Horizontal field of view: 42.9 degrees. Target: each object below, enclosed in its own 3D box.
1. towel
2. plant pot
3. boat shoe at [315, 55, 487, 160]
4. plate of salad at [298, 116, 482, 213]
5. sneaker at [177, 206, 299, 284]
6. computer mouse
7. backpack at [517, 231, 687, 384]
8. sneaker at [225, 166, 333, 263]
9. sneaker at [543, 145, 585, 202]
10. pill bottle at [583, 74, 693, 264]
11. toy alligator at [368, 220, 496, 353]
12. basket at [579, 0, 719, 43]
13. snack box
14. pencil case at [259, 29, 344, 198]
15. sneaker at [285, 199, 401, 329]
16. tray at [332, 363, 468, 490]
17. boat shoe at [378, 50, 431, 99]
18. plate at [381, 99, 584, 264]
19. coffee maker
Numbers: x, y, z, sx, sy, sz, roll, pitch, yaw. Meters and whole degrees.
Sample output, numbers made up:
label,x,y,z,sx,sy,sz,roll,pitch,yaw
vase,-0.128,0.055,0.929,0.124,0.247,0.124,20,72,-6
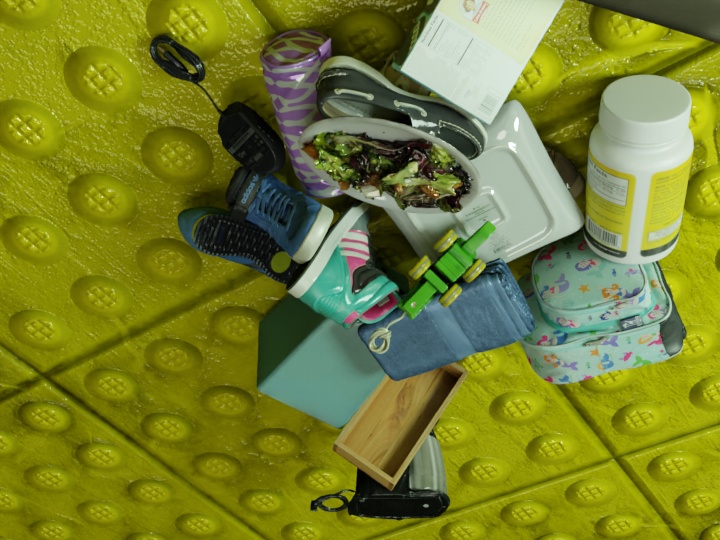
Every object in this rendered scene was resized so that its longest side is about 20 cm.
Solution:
label,x,y,z,sx,sy,sz,roll,pitch,yaw
towel,0.105,0.064,1.126,0.200,0.049,0.112,-22,118,19
plant pot,-0.027,0.080,1.241,0.141,0.141,0.200,29,119,-24
boat shoe,0.044,-0.155,0.959,0.200,0.060,0.074,25,139,-21
plate of salad,0.028,-0.099,0.963,0.199,0.048,0.200,14,159,6
sneaker,-0.146,-0.038,1.190,0.200,0.078,0.066,21,96,-37
computer mouse,-0.158,-0.189,1.034,0.200,0.034,0.059,48,132,-12
backpack,0.288,0.046,1.164,0.200,0.178,0.151,-23,127,19
sneaker,-0.104,-0.073,1.069,0.111,0.200,0.077,29,96,-18
sneaker,0.180,-0.079,1.139,0.200,0.070,0.076,-38,105,26
pill bottle,0.319,-0.114,1.056,0.114,0.114,0.200,-3,133,5
toy alligator,0.081,0.018,1.064,0.059,0.054,0.200,44,92,0
basket,0.293,-0.301,0.860,0.200,0.181,0.136,18,165,-24
snack box,0.131,-0.262,0.915,0.116,0.037,0.200,27,101,-22
pencil case,-0.050,-0.171,1.032,0.085,0.084,0.200,20,146,35
sneaker,0.000,0.000,1.099,0.121,0.200,0.084,42,129,-8
tray,0.058,0.197,1.285,0.099,0.200,0.037,32,152,12
boat shoe,0.048,-0.207,1.009,0.065,0.072,0.200,25,136,0
plate,0.139,-0.073,1.073,0.199,0.032,0.200,-27,123,17
coffee maker,0.034,0.248,1.337,0.192,0.200,0.135,13,144,-21
